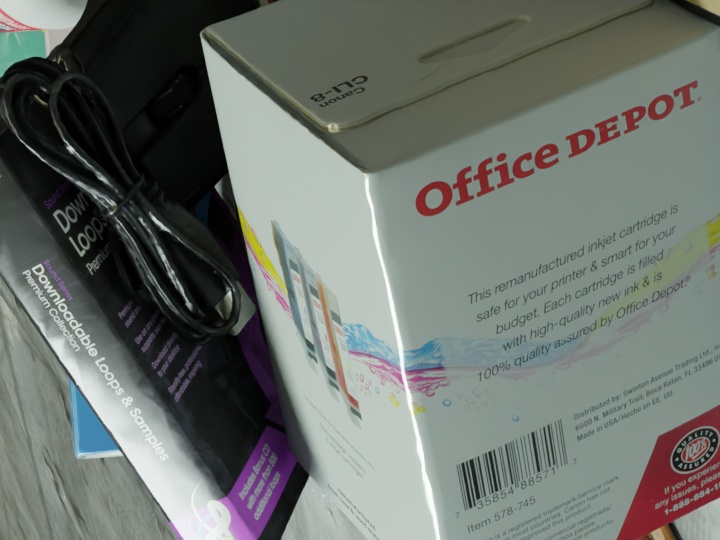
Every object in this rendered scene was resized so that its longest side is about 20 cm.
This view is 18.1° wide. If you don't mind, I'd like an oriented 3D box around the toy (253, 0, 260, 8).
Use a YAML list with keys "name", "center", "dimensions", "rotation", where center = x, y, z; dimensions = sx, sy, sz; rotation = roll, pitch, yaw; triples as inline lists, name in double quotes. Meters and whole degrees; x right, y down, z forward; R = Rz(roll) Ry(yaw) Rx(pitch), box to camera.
- name: "toy"
  center: [-0.061, -0.175, 1.057]
  dimensions: [0.116, 0.047, 0.200]
  rotation: [64, -178, 12]

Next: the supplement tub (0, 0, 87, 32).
- name: "supplement tub"
  center: [-0.210, -0.173, 1.019]
  dimensions: [0.199, 0.140, 0.141]
  rotation: [-1, 117, 26]

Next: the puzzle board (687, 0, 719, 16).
- name: "puzzle board"
  center: [0.089, -0.148, 0.722]
  dimensions: [0.200, 0.017, 0.151]
  rotation: [39, 162, 54]

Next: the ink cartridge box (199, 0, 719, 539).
- name: "ink cartridge box"
  center: [0.047, -0.005, 0.846]
  dimensions: [0.145, 0.145, 0.201]
  rotation: [42, 149, 52]

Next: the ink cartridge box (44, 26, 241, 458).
- name: "ink cartridge box"
  center: [-0.091, -0.014, 1.083]
  dimensions: [0.146, 0.085, 0.201]
  rotation: [20, -113, -83]

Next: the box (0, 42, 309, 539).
- name: "box"
  center: [-0.083, 0.009, 0.923]
  dimensions: [0.200, 0.036, 0.143]
  rotation: [56, -156, -15]

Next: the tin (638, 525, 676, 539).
- name: "tin"
  center: [0.086, 0.148, 0.966]
  dimensions: [0.201, 0.112, 0.042]
  rotation: [63, 161, 11]

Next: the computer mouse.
- name: "computer mouse"
  center: [-0.072, -0.075, 0.922]
  dimensions: [0.139, 0.053, 0.200]
  rotation: [52, -155, -25]

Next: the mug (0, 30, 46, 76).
- name: "mug"
  center: [-0.173, -0.116, 1.296]
  dimensions: [0.186, 0.114, 0.152]
  rotation: [68, -160, 8]

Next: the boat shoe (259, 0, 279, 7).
- name: "boat shoe"
  center: [-0.014, -0.159, 0.960]
  dimensions: [0.062, 0.071, 0.201]
  rotation: [-14, 100, 30]
